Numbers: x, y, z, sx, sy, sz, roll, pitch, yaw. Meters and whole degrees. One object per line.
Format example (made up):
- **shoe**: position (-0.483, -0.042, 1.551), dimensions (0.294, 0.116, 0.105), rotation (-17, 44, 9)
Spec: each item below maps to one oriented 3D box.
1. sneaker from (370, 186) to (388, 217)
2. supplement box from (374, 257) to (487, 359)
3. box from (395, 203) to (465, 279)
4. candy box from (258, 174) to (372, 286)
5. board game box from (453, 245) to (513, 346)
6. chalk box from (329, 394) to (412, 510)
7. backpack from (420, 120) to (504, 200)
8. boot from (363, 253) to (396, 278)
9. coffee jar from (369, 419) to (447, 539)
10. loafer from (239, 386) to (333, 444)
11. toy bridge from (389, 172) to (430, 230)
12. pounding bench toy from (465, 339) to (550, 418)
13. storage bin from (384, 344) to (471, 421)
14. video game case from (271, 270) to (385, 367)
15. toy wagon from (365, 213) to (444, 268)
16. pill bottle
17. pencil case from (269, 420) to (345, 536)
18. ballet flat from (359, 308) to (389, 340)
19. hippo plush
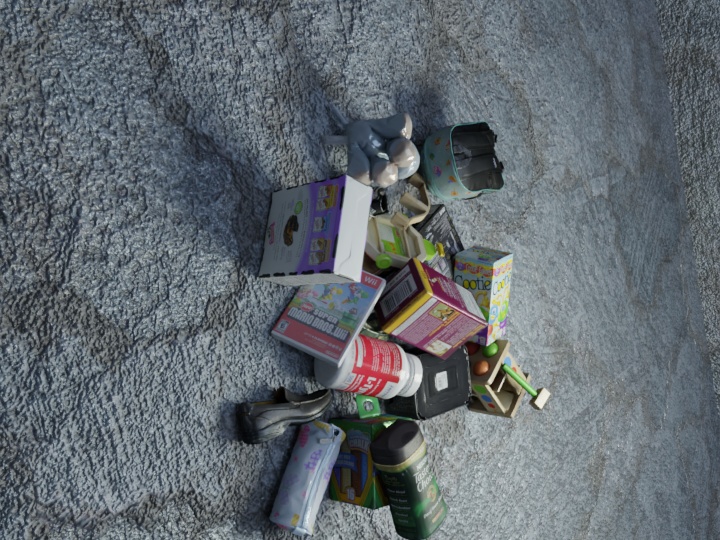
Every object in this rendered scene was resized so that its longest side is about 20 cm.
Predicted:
- **sneaker**: position (-0.020, -0.116, 1.311), dimensions (0.200, 0.115, 0.076), rotation (-44, 117, -38)
- **supplement box**: position (0.141, 0.081, 1.368), dimensions (0.199, 0.131, 0.104), rotation (29, 29, -38)
- **box**: position (0.159, -0.033, 1.539), dimensions (0.200, 0.049, 0.159), rotation (-49, 121, -36)
- **candy box**: position (-0.082, -0.064, 1.181), dimensions (0.071, 0.199, 0.170), rotation (19, 74, -44)
- **board game box**: position (0.283, 0.057, 1.580), dimensions (0.103, 0.104, 0.203), rotation (-20, 117, -50)
- **chalk box**: position (0.021, 0.344, 1.311), dimensions (0.124, 0.123, 0.203), rotation (3, 85, -46)
- **backpack**: position (0.225, -0.249, 1.550), dimensions (0.199, 0.152, 0.178), rotation (-19, 98, -55)
- **boot**: position (0.000, 0.000, 1.374), dimensions (0.199, 0.074, 0.076), rotation (-32, 82, -40)
- **coffee jar**: position (0.087, 0.379, 1.228), dimensions (0.104, 0.085, 0.202), rotation (-32, 109, -45)
- **loafer**: position (-0.129, 0.242, 1.203), dimensions (0.199, 0.072, 0.073), rotation (-16, 94, -47)
- **toy bridge**: position (0.117, -0.142, 1.460), dimensions (0.067, 0.027, 0.201), rotation (34, 39, -8)
- **pounding bench toy**: position (0.330, 0.249, 1.584), dimensions (0.157, 0.199, 0.125), rotation (54, 56, -30)
- **storage bin**: position (0.148, 0.240, 1.475), dimensions (0.199, 0.093, 0.137), rotation (-6, 92, -47)
- **video game case**: position (-0.057, 0.070, 1.254), dimensions (0.201, 0.142, 0.018), rotation (-59, 163, -32)
- **toy wagon**: position (0.085, -0.056, 1.402), dimensions (0.198, 0.040, 0.156), rotation (16, 44, -26)
- **pill bottle**: position (0.018, 0.187, 1.304), dimensions (0.198, 0.112, 0.114), rotation (18, 74, -31)
- **pencil case**: position (-0.093, 0.372, 1.215), dimensions (0.083, 0.090, 0.202), rotation (40, 60, -37)
- **ballet flat**: position (-0.006, 0.094, 1.337), dimensions (0.200, 0.074, 0.075), rotation (35, 62, -46)
- **hippo plush**: position (0.036, -0.225, 1.372), dimensions (0.161, 0.198, 0.161), rotation (37, 65, -65)
